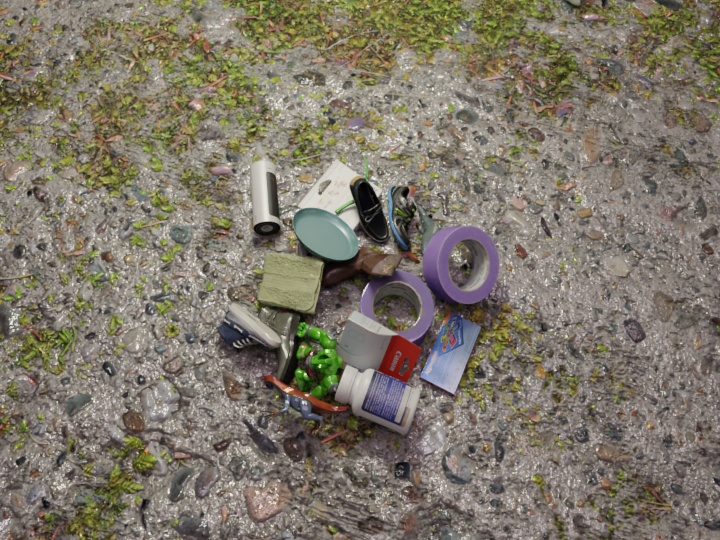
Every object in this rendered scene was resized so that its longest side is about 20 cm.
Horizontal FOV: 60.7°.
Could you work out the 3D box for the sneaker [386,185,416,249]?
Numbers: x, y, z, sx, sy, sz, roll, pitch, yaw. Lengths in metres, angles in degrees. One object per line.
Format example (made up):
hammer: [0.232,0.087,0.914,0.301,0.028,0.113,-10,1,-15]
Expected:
sneaker: [0.122,-0.158,1.759,0.080,0.071,0.205,-11,63,11]

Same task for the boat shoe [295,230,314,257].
boat shoe: [-0.152,-0.003,1.690,0.069,0.070,0.207,0,86,-20]

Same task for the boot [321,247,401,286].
boot: [0.000,0.000,1.627,0.184,0.199,0.065,-33,113,-15]

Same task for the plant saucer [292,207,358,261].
plant saucer: [-0.096,-0.093,1.659,0.195,0.028,0.203,20,38,-16]

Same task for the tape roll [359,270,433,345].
tape roll: [0.094,0.111,1.630,0.193,0.086,0.206,1,65,-1]

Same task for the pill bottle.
pill bottle: [0.041,0.315,1.523,0.195,0.120,0.122,22,67,4]

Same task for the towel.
towel: [-0.187,0.029,1.633,0.195,0.036,0.153,8,86,31]

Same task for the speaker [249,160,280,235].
speaker: [-0.276,-0.211,1.770,0.079,0.082,0.206,-6,66,-4]

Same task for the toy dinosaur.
toy dinosaur: [-0.155,0.317,1.519,0.197,0.105,0.184,-33,87,-7]

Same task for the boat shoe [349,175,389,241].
boat shoe: [0.028,-0.168,1.721,0.073,0.062,0.204,-29,111,-12]

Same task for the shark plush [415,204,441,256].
shark plush: [0.192,-0.116,1.730,0.081,0.091,0.205,14,57,-27]

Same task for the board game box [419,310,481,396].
board game box: [0.240,0.217,1.631,0.101,0.020,0.203,25,68,7]

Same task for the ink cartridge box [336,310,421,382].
ink cartridge box: [0.038,0.216,1.550,0.196,0.163,0.047,29,36,12]

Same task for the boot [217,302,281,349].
boot: [-0.287,0.171,1.585,0.198,0.072,0.092,32,92,37]

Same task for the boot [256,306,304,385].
boot: [-0.225,0.198,1.613,0.127,0.068,0.206,4,66,14]

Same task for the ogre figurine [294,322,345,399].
ogre figurine: [-0.107,0.236,1.549,0.117,0.098,0.205,-9,59,34]

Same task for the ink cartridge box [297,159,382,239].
ink cartridge box: [-0.058,-0.199,1.790,0.174,0.045,0.201,34,69,11]

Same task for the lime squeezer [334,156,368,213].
lime squeezer: [0.000,-0.237,1.774,0.069,0.038,0.204,10,64,35]

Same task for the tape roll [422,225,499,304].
tape roll: [0.269,-0.015,1.647,0.194,0.085,0.207,0,91,-24]
